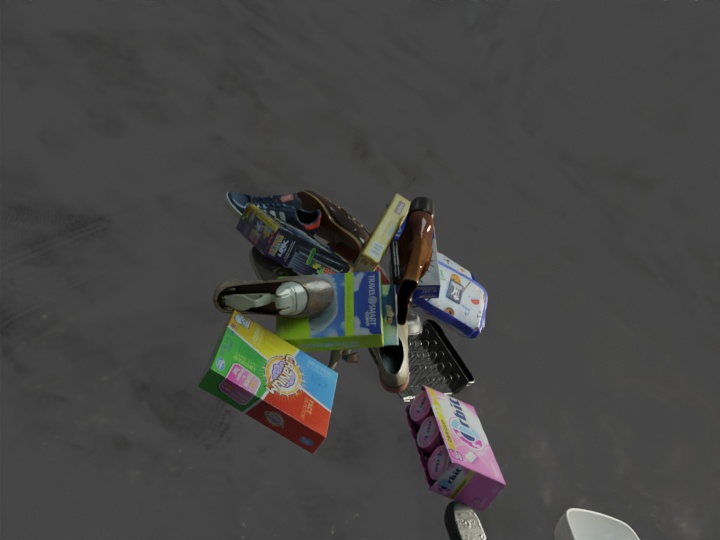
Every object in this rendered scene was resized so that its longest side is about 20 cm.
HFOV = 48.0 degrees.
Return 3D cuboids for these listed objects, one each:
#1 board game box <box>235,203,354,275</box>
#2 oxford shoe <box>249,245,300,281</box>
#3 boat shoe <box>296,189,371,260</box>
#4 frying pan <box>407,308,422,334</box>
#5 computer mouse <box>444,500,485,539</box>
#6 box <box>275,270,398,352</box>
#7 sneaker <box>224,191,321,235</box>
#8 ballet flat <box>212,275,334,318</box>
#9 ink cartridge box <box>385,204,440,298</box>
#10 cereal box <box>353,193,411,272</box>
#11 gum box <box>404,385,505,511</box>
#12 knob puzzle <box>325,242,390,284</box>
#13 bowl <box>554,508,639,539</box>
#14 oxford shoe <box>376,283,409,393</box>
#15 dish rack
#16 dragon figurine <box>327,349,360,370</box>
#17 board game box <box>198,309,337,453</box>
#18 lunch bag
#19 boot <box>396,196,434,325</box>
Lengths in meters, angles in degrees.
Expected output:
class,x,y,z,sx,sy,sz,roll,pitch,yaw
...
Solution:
class,x,y,z,sx,sy,sz,roll,pitch,yaw
board game box,-0.119,-0.041,1.435,0.163,0.058,0.200,26,5,-27
oxford shoe,-0.128,0.022,1.418,0.074,0.058,0.201,-3,47,-47
boat shoe,-0.051,-0.095,1.649,0.200,0.071,0.070,45,41,19
frying pan,0.029,0.075,1.514,0.186,0.032,0.115,20,18,4
computer mouse,0.170,0.442,1.205,0.058,0.034,0.203,14,43,-35
box,-0.038,0.067,1.321,0.195,0.048,0.124,-4,57,3
sneaker,-0.163,-0.122,1.555,0.197,0.085,0.076,21,32,-31
ballet flat,-0.140,0.047,1.271,0.195,0.070,0.067,-4,8,10
ink cartridge box,0.099,-0.039,1.564,0.092,0.045,0.203,-1,53,-2
cereal box,0.022,-0.033,1.476,0.039,0.201,0.145,30,61,-1
gum box,0.151,0.286,1.339,0.112,0.067,0.201,27,22,-23
knob puzzle,0.000,0.000,1.634,0.217,0.031,0.222,29,30,-18
bowl,0.412,0.510,1.347,0.197,0.075,0.202,21,33,-30
oxford shoe,0.054,0.105,1.413,0.069,0.075,0.204,-10,63,-3
dish rack,0.106,0.167,1.495,0.198,0.055,0.155,4,43,-47
dragon figurine,-0.032,0.107,1.378,0.099,0.201,0.059,22,-25,49
board game box,-0.133,0.165,1.220,0.198,0.041,0.154,33,29,-13
lunch bag,0.162,0.043,1.647,0.168,0.125,0.201,29,21,-16
boot,0.091,0.010,1.373,0.067,0.190,0.203,12,49,-2
